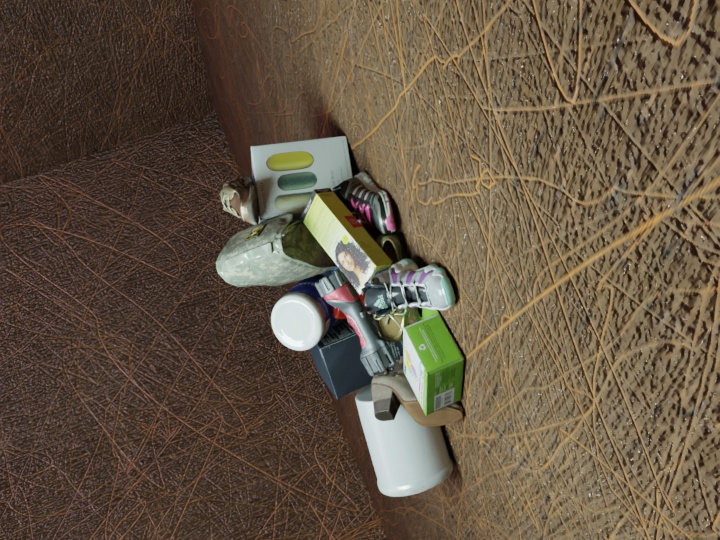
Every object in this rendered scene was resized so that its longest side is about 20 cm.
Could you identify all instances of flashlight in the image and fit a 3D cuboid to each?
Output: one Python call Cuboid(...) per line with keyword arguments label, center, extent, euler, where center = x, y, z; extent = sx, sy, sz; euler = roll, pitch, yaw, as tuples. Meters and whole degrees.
Cuboid(label="flashlight", center=(-0.011, 0.096, 1.433), extent=(0.204, 0.067, 0.068), euler=(63, 168, -2))

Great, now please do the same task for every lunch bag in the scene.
Cuboid(label="lunch bag", center=(-0.164, -0.036, 1.502), extent=(0.199, 0.161, 0.121), euler=(-2, -103, -62))

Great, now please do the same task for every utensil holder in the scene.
Cuboid(label="utensil holder", center=(0.090, 0.337, 1.623), extent=(0.170, 0.166, 0.205), euler=(-169, 62, -77))

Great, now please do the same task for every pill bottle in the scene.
Cuboid(label="pill bottle", center=(-0.098, 0.075, 1.613), extent=(0.200, 0.113, 0.119), euler=(-46, -60, -65))

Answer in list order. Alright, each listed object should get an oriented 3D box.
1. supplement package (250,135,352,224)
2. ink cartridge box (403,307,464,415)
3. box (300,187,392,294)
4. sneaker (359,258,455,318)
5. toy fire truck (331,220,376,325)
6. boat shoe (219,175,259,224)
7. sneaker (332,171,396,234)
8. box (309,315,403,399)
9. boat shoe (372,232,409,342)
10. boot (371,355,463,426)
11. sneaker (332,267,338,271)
Cuboid(label="supplement package", center=(-0.120, -0.167, 1.601), extent=(0.151, 0.194, 0.156), euler=(116, 146, -74))
Cuboid(label="ink cartridge box", center=(0.108, 0.131, 1.397), extent=(0.150, 0.074, 0.202), euler=(85, 161, -52))
Cuboid(label="box", center=(-0.028, -0.056, 1.412), extent=(0.201, 0.049, 0.076), euler=(50, 130, 26))
Cuboid(label="sneaker", center=(0.062, 0.045, 1.281), extent=(0.199, 0.137, 0.080), euler=(13, 124, 68))
Cuboid(label="toy fire truck", center=(0.000, 0.000, 1.561), extent=(0.170, 0.109, 0.203), euler=(-103, 21, -46))
Cuboid(label="boat shoe", center=(-0.238, -0.134, 1.520), extent=(0.200, 0.070, 0.078), euler=(-126, 31, -71))
Cuboid(label="sneaker", center=(0.003, -0.117, 1.450), extent=(0.201, 0.086, 0.075), euler=(-125, 19, -53))
Cuboid(label="box", center=(-0.004, 0.160, 1.680), extent=(0.200, 0.194, 0.126), euler=(-147, 38, -72))
Cuboid(label="boat shoe", center=(0.051, 0.036, 1.423), extent=(0.063, 0.071, 0.206), euler=(-75, -22, -82))
Cuboid(label="boot", center=(0.110, 0.221, 1.494), extent=(0.148, 0.195, 0.071), euler=(-70, -30, -47))
Cuboid(label="sneaker", center=(-0.108, -0.053, 1.692), extent=(0.199, 0.076, 0.072), euler=(28, 98, 63))
